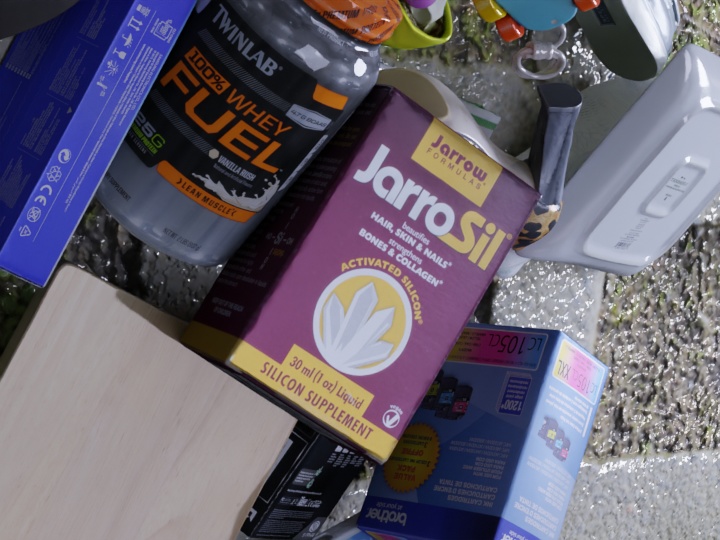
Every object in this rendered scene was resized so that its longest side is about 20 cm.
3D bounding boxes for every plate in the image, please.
[{"bbox_3d":[0.225,-0.070,1.601,0.200,0.032,0.199,-50,154,17],"label":"plate"}]

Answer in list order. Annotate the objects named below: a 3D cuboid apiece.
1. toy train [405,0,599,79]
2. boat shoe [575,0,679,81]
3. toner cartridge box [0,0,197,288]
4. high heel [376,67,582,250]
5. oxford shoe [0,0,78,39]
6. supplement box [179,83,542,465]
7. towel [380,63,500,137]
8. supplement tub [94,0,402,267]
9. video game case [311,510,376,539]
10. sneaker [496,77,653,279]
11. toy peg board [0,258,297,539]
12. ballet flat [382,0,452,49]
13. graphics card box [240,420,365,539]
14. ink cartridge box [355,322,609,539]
[{"bbox_3d":[0.052,-0.183,1.395,0.199,0.056,0.150,5,150,-18],"label":"toy train"},{"bbox_3d":[0.180,-0.231,1.566,0.072,0.070,0.201,-59,136,-31],"label":"boat shoe"},{"bbox_3d":[-0.181,-0.099,1.289,0.043,0.095,0.201,29,90,-43],"label":"toner cartridge box"},{"bbox_3d":[0.048,-0.066,1.481,0.199,0.072,0.143,1,133,-8],"label":"high heel"},{"bbox_3d":[-0.179,-0.204,1.269,0.200,0.071,0.071,-37,119,-2],"label":"oxford shoe"},{"bbox_3d":[0.000,0.000,1.354,0.131,0.103,0.201,33,83,-21],"label":"supplement box"},{"bbox_3d":[0.013,-0.039,1.530,0.152,0.023,0.201,18,97,-44],"label":"towel"},{"bbox_3d":[-0.072,-0.111,1.317,0.122,0.123,0.200,20,118,-43],"label":"supplement tub"},{"bbox_3d":[-0.054,0.272,1.575,0.199,0.017,0.144,-24,124,-34],"label":"video game case"},{"bbox_3d":[0.166,-0.069,1.625,0.200,0.075,0.089,-35,142,-18],"label":"sneaker"},{"bbox_3d":[-0.174,0.115,1.408,0.199,0.098,0.201,29,87,-28],"label":"toy peg board"},{"bbox_3d":[0.024,-0.235,1.422,0.067,0.067,0.201,-36,128,-31],"label":"ballet flat"},{"bbox_3d":[-0.017,0.094,1.497,0.201,0.051,0.125,-57,160,5],"label":"graphics card box"},{"bbox_3d":[0.084,0.143,1.557,0.076,0.136,0.201,31,70,-42],"label":"ink cartridge box"}]
